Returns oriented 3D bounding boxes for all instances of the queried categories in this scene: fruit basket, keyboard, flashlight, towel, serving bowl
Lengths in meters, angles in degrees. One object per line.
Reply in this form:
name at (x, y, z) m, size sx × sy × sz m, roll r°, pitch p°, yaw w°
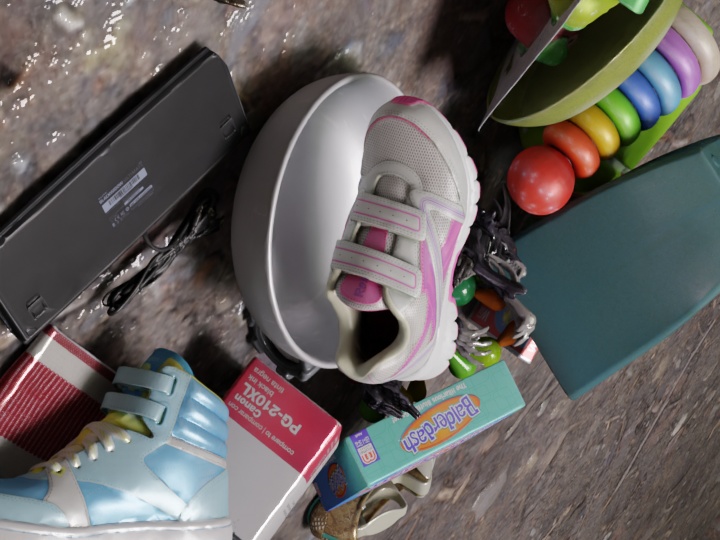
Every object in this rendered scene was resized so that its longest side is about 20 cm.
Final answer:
fruit basket at (0.166, -0.213, 0.935) m, size 0.201 × 0.093 × 0.186 m, roll -58°, pitch -176°, yaw 39°
keyboard at (-0.140, -0.035, 0.758) m, size 0.200 × 0.020 × 0.128 m, roll -46°, pitch 145°, yaw -22°
flashlight at (0.000, 0.000, 0.978) m, size 0.200 × 0.067 × 0.069 m, roll -42°, pitch 141°, yaw -28°
towel at (-0.224, 0.141, 0.795) m, size 0.201 × 0.023 × 0.144 m, roll -55°, pitch 151°, yaw -11°
serving bowl at (-0.029, -0.038, 0.866) m, size 0.199 × 0.065 × 0.204 m, roll -28°, pitch 123°, yaw -53°

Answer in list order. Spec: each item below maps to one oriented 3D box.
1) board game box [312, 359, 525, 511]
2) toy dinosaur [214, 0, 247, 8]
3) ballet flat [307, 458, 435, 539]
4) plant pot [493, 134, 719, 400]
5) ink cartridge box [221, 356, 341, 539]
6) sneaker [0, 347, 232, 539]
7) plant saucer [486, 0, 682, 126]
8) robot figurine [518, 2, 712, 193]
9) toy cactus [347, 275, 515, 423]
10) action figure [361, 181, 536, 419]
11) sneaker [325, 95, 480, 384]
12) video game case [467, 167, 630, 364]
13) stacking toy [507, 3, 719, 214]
board game box at (0.042, 0.147, 1.082) m, size 0.150 × 0.046 × 0.200 m, roll -24°, pitch 169°, yaw -16°
toy dinosaur at (-0.087, -0.200, 0.642) m, size 0.199 × 0.076 × 0.104 m, roll 17°, pitch 91°, yaw -57°
ballet flat at (0.031, 0.215, 1.249) m, size 0.199 × 0.065 × 0.071 m, roll -37°, pitch 146°, yaw -37°
plant pot at (0.236, -0.019, 1.031) m, size 0.199 × 0.143 × 0.141 m, roll -37°, pitch 172°, yaw 34°
ink cartridge box at (-0.105, 0.177, 0.916) m, size 0.201 × 0.084 × 0.145 m, roll -52°, pitch 173°, yaw -12°
sneaker at (-0.166, 0.110, 0.778) m, size 0.198 × 0.079 × 0.133 m, roll 11°, pitch 80°, yaw -40°
plant saucer at (0.183, -0.183, 0.985) m, size 0.031 × 0.199 × 0.201 m, roll 41°, pitch 79°, yaw -19°
robot figurine at (0.224, -0.155, 1.122) m, size 0.201 × 0.115 × 0.175 m, roll -50°, pitch 177°, yaw 11°
toy cactus at (0.052, 0.040, 1.088) m, size 0.199 × 0.103 × 0.164 m, roll -39°, pitch 132°, yaw 17°
action figure at (0.079, 0.030, 0.979) m, size 0.201 × 0.102 × 0.119 m, roll -50°, pitch 179°, yaw -19°
sneaker at (0.024, -0.011, 0.821) m, size 0.088 × 0.080 × 0.204 m, roll -25°, pitch 120°, yaw -54°
video game case at (0.183, -0.018, 1.217) m, size 0.017 × 0.143 × 0.202 m, roll 29°, pitch 93°, yaw -19°
stacking toy at (0.192, -0.125, 1.000) m, size 0.200 × 0.085 × 0.086 m, roll -44°, pitch 151°, yaw -7°
